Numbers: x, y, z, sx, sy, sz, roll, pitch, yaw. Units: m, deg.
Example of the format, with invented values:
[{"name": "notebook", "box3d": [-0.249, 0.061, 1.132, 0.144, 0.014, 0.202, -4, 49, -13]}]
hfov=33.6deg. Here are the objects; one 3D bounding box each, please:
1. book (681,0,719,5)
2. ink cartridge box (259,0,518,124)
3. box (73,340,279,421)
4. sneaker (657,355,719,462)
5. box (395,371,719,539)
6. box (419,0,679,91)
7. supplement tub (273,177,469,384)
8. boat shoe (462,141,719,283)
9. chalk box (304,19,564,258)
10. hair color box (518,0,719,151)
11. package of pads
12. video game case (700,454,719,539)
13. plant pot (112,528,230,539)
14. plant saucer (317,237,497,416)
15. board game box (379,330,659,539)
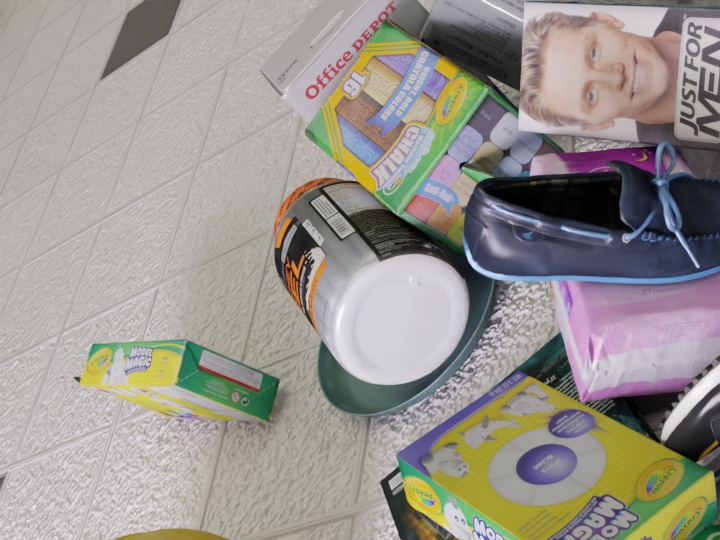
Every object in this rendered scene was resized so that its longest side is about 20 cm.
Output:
[{"name": "book", "box3d": [0.316, -0.178, 0.921, 0.200, 0.048, 0.134, 19, 76, 57]}, {"name": "ink cartridge box", "box3d": [0.029, -0.166, 1.113, 0.145, 0.200, 0.084, -46, 33, 5]}, {"name": "box", "box3d": [-0.184, 0.109, 1.160, 0.199, 0.117, 0.049, -8, 62, 47]}, {"name": "sneaker", "box3d": [0.259, 0.067, 0.685, 0.090, 0.070, 0.200, 51, 122, 20]}, {"name": "box", "box3d": [0.126, 0.140, 0.736, 0.117, 0.049, 0.200, -30, 34, -25]}, {"name": "box", "box3d": [0.177, -0.256, 1.024, 0.201, 0.183, 0.105, -63, 1, -21]}, {"name": "supplement tub", "box3d": [0.000, 0.000, 1.005, 0.123, 0.122, 0.200, -47, 31, 4]}, {"name": "boat shoe", "box3d": [0.166, -0.033, 0.754, 0.198, 0.069, 0.084, -9, 42, -4]}, {"name": "chalk box", "box3d": [0.072, -0.096, 0.985, 0.124, 0.124, 0.200, -52, 44, 8]}, {"name": "hair color box", "box3d": [0.217, -0.144, 0.872, 0.199, 0.060, 0.101, 10, 107, 34]}, {"name": "package of pads", "box3d": [0.191, -0.003, 0.827, 0.120, 0.076, 0.201, -4, 42, -2]}, {"name": "video game case", "box3d": [0.269, 0.155, 0.662, 0.143, 0.018, 0.200, -43, 33, 13]}, {"name": "plant pot", "box3d": [-0.152, 0.286, 0.903, 0.201, 0.200, 0.189, -55, 16, -8]}, {"name": "plant saucer", "box3d": [0.044, 0.044, 1.044, 0.200, 0.027, 0.201, -32, 37, 28]}, {"name": "board game box", "box3d": [0.109, 0.143, 0.860, 0.200, 0.028, 0.136, -41, 33, 13]}]
